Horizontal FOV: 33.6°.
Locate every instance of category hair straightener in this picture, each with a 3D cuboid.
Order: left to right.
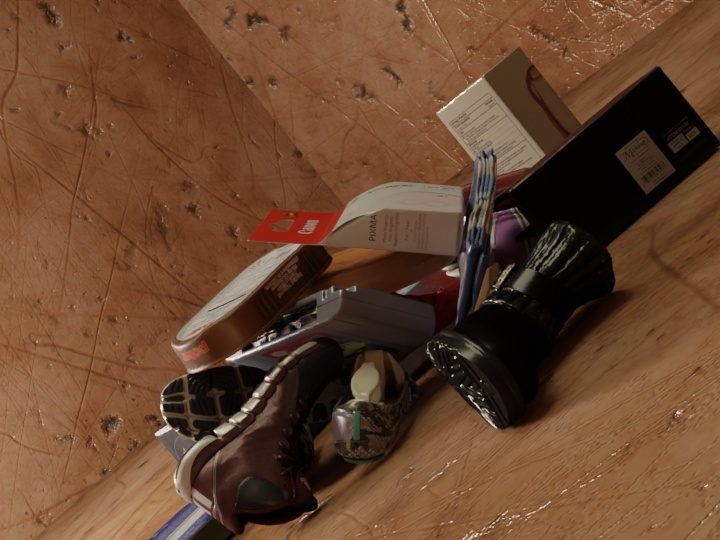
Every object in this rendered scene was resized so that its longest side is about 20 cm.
[{"bbox_3d":[0.103,-0.062,1.331,0.200,0.041,0.077,-21,-10,9],"label":"hair straightener"}]

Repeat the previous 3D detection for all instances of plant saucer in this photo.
[{"bbox_3d":[0.000,0.000,1.237,0.200,0.032,0.200,-18,8,3],"label":"plant saucer"}]

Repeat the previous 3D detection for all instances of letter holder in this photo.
[{"bbox_3d":[0.238,-0.095,1.217,0.200,0.101,0.142,-40,2,-8],"label":"letter holder"}]

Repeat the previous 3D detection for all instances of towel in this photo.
[{"bbox_3d":[0.106,-0.011,1.143,0.200,0.024,0.147,-76,-5,-57],"label":"towel"}]

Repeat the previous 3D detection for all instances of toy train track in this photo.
[{"bbox_3d":[0.134,0.040,1.086,0.200,0.033,0.115,-33,-38,-57],"label":"toy train track"}]

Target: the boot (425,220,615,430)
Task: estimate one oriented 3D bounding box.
[{"bbox_3d":[0.129,0.033,0.897,0.158,0.079,0.211,-39,3,-2],"label":"boot"}]

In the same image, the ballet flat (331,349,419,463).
[{"bbox_3d":[0.016,0.112,1.108,0.072,0.072,0.200,-38,5,15],"label":"ballet flat"}]

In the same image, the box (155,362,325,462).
[{"bbox_3d":[-0.120,0.165,1.394,0.106,0.122,0.200,-35,5,42],"label":"box"}]

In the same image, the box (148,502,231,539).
[{"bbox_3d":[-0.180,0.281,1.284,0.121,0.032,0.200,-42,6,-39],"label":"box"}]

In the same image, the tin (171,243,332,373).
[{"bbox_3d":[-0.105,0.028,1.151,0.112,0.042,0.200,-29,13,42],"label":"tin"}]

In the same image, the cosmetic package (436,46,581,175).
[{"bbox_3d":[0.200,-0.150,1.419,0.087,0.200,0.103,-43,7,-37],"label":"cosmetic package"}]

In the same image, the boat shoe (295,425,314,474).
[{"bbox_3d":[-0.081,0.179,1.200,0.061,0.072,0.201,-50,2,-3],"label":"boat shoe"}]

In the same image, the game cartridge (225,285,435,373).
[{"bbox_3d":[-0.027,0.065,1.168,0.133,0.041,0.200,10,-23,-37],"label":"game cartridge"}]

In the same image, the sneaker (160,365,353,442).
[{"bbox_3d":[-0.103,0.130,1.167,0.200,0.078,0.080,-1,-5,-29],"label":"sneaker"}]

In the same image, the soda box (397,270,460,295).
[{"bbox_3d":[0.050,0.066,1.380,0.200,0.064,0.068,-42,5,-26],"label":"soda box"}]

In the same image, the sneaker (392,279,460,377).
[{"bbox_3d":[0.055,0.035,1.298,0.200,0.116,0.078,-43,5,-39],"label":"sneaker"}]

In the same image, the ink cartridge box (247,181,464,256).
[{"bbox_3d":[0.002,-0.058,1.176,0.163,0.200,0.057,-70,-11,-76],"label":"ink cartridge box"}]

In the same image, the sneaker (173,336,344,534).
[{"bbox_3d":[-0.061,0.159,1.072,0.200,0.115,0.076,-44,-31,-16],"label":"sneaker"}]

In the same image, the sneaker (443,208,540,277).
[{"bbox_3d":[0.138,-0.036,1.356,0.114,0.073,0.200,-13,5,3],"label":"sneaker"}]
